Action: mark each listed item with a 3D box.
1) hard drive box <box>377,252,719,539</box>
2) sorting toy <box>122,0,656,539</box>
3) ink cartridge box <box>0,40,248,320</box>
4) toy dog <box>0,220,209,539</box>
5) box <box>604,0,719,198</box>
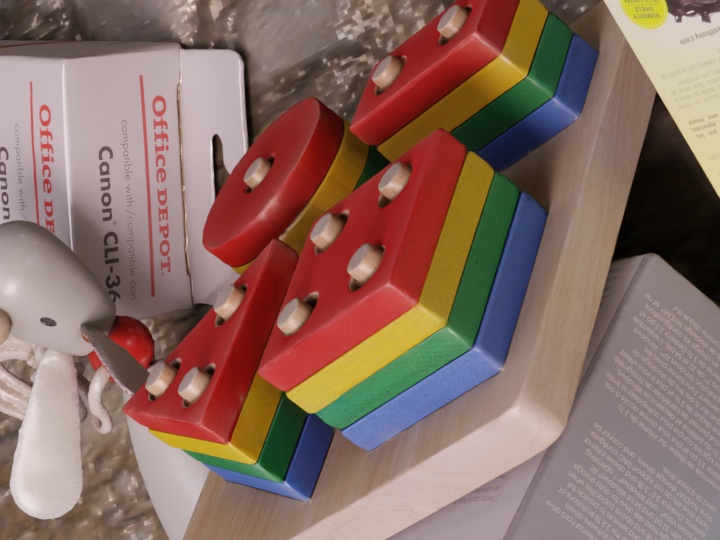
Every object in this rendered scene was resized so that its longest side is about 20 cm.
[{"bbox_3d":[0.035,0.104,0.794,0.077,0.200,0.156,39,155,-21],"label":"hard drive box"},{"bbox_3d":[0.000,0.000,0.826,0.070,0.200,0.199,36,137,-19],"label":"sorting toy"},{"bbox_3d":[-0.135,-0.040,1.044,0.200,0.067,0.117,5,102,44],"label":"ink cartridge box"},{"bbox_3d":[-0.084,0.078,0.951,0.200,0.096,0.132,28,138,3],"label":"toy dog"},{"bbox_3d":[0.120,-0.084,0.732,0.075,0.050,0.200,-18,112,46],"label":"box"}]
